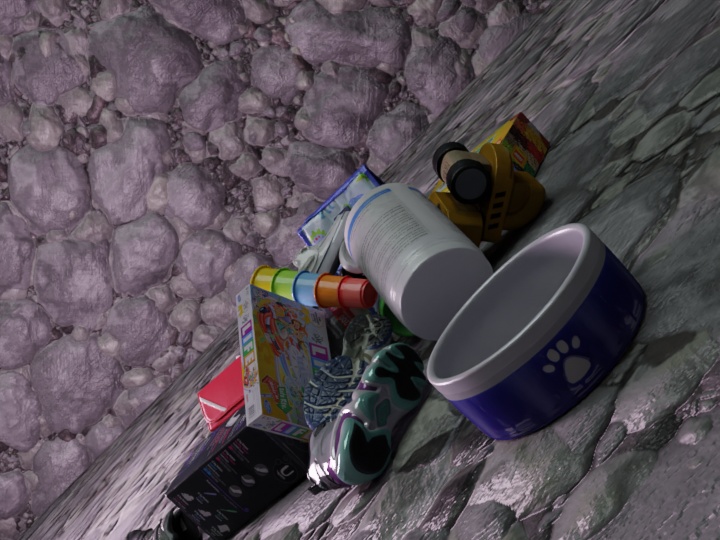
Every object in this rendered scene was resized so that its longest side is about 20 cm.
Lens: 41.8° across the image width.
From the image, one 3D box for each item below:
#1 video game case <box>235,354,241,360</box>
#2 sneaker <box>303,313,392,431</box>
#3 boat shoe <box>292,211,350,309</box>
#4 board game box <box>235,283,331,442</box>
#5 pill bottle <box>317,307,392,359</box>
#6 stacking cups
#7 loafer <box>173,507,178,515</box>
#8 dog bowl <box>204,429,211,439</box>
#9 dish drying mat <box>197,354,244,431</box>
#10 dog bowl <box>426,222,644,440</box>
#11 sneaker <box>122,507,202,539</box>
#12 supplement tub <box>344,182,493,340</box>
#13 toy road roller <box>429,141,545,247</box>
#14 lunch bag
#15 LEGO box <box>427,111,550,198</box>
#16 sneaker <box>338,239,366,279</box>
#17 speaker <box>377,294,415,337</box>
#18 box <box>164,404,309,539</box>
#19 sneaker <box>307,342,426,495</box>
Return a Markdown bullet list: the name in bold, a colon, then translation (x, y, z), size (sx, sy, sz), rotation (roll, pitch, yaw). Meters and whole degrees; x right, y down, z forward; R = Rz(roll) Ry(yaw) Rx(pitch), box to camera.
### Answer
- **video game case**: translation (-0.104, 0.127, 1.612), size (0.198, 0.018, 0.143), rotation (-14, -3, -21)
- **sneaker**: translation (-0.006, 0.148, 1.218), size (0.076, 0.086, 0.200), rotation (11, 41, 25)
- **boat shoe**: translation (-0.072, -0.006, 1.426), size (0.201, 0.065, 0.074), rotation (-62, -8, -1)
- **board game box**: translation (-0.096, 0.126, 1.253), size (0.034, 0.134, 0.201), rotation (-38, 46, 32)
- **pill bottle**: translation (-0.058, 0.133, 1.393), size (0.200, 0.114, 0.114), rotation (-45, 9, 3)
- **stacking cups**: translation (-0.066, 0.032, 1.343), size (0.199, 0.061, 0.061), rotation (7, 44, 36)
- **loafer**: translation (-0.243, 0.341, 1.445), size (0.200, 0.070, 0.068), rotation (-42, -1, 21)
- **dog bowl**: translation (-0.166, 0.237, 1.566), size (0.200, 0.074, 0.200), rotation (-44, 9, 9)
- **dish drying mat**: translation (-0.190, 0.176, 1.507), size (0.018, 0.077, 0.200), rotation (14, -47, -47)
- **dog bowl**: translation (0.157, 0.054, 0.859), size (0.200, 0.079, 0.200), rotation (-45, 9, 9)
- **sneaker**: translation (-0.292, 0.406, 1.401), size (0.114, 0.076, 0.199), rotation (-46, 12, -17)
- **supplement tub**: translation (0.069, -0.016, 1.193), size (0.132, 0.132, 0.200), rotation (-44, 35, 6)
- **toy road roller**: translation (0.172, -0.078, 1.322), size (0.123, 0.144, 0.202), rotation (-110, 28, -67)
- **lunch bag**: translation (0.015, -0.055, 1.624), size (0.170, 0.200, 0.128), rotation (-43, 9, 11)
- **LEGO box**: translation (0.205, -0.152, 1.570), size (0.200, 0.077, 0.149), rotation (-38, 12, 42)
- **sneaker**: translation (0.000, 0.000, 1.398), size (0.200, 0.070, 0.100), rotation (-59, -12, -71)
- **speaker**: translation (0.069, 0.029, 1.364), size (0.088, 0.088, 0.200), rotation (-43, 9, 13)
- **box**: translation (-0.153, 0.259, 1.294), size (0.200, 0.106, 0.122), rotation (-42, 9, 26)
- **sneaker**: translation (-0.008, 0.174, 1.094), size (0.140, 0.078, 0.200), rotation (-36, 13, 44)
